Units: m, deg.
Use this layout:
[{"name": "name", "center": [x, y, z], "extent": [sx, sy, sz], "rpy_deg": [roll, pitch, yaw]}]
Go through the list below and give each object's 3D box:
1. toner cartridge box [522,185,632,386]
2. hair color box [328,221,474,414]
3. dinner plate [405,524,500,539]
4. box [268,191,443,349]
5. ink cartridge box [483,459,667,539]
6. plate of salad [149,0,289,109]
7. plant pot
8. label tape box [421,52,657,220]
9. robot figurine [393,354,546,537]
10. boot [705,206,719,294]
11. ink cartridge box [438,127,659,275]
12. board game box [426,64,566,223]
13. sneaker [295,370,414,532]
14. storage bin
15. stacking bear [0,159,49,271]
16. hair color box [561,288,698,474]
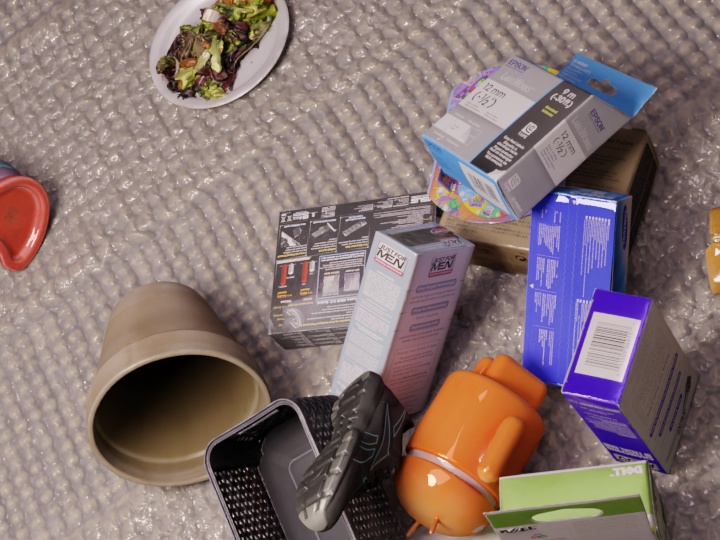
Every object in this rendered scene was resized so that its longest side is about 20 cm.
[{"name": "toner cartridge box", "center": [0.220, 0.018, 1.658], "extent": [0.095, 0.043, 0.201], "rpy_deg": [10, 106, 29]}, {"name": "hair color box", "center": [0.042, 0.055, 1.697], "extent": [0.061, 0.099, 0.201], "rpy_deg": [31, 116, 33]}, {"name": "dinner plate", "center": [0.095, 0.337, 1.632], "extent": [0.199, 0.024, 0.201], "rpy_deg": [-10, 61, 19]}, {"name": "box", "center": [0.000, 0.000, 1.831], "extent": [0.199, 0.050, 0.158], "rpy_deg": [-8, 62, 21]}, {"name": "ink cartridge box", "center": [0.203, 0.219, 1.527], "extent": [0.147, 0.200, 0.076], "rpy_deg": [-8, 61, 13]}, {"name": "plate of salad", "center": [-0.185, -0.297, 2.070], "extent": [0.199, 0.048, 0.201], "rpy_deg": [-10, 62, 19]}, {"name": "plant pot", "center": [-0.213, 0.110, 1.806], "extent": [0.200, 0.200, 0.174], "rpy_deg": [-31, 40, 7]}, {"name": "label tape box", "center": [0.182, -0.159, 1.666], "extent": [0.200, 0.066, 0.143], "rpy_deg": [-43, 38, -7]}, {"name": "robot figurine", "center": [0.109, 0.183, 1.645], "extent": [0.144, 0.117, 0.200], "rpy_deg": [19, 67, 36]}, {"name": "boot", "center": [0.423, 0.009, 1.629], "extent": [0.144, 0.071, 0.202], "rpy_deg": [-18, 55, 23]}, {"name": "ink cartridge box", "center": [0.203, -0.079, 1.763], "extent": [0.199, 0.075, 0.165], "rpy_deg": [12, 69, 30]}, {"name": "board game box", "center": [0.150, -0.148, 1.753], "extent": [0.157, 0.039, 0.201], "rpy_deg": [3, 66, 27]}, {"name": "sneaker", "center": [0.002, 0.183, 1.580], "extent": [0.075, 0.079, 0.200], "rpy_deg": [-35, 19, 40]}, {"name": "storage bin", "center": [-0.056, 0.240, 1.662], "extent": [0.135, 0.094, 0.201], "rpy_deg": [-33, 72, 27]}, {"name": "stacking bear", "center": [-0.496, -0.097, 2.080], "extent": [0.200, 0.121, 0.114], "rpy_deg": [26, 79, 40]}, {"name": "hair color box", "center": [0.261, 0.109, 1.564], "extent": [0.065, 0.200, 0.110], "rpy_deg": [11, 70, 30]}]
